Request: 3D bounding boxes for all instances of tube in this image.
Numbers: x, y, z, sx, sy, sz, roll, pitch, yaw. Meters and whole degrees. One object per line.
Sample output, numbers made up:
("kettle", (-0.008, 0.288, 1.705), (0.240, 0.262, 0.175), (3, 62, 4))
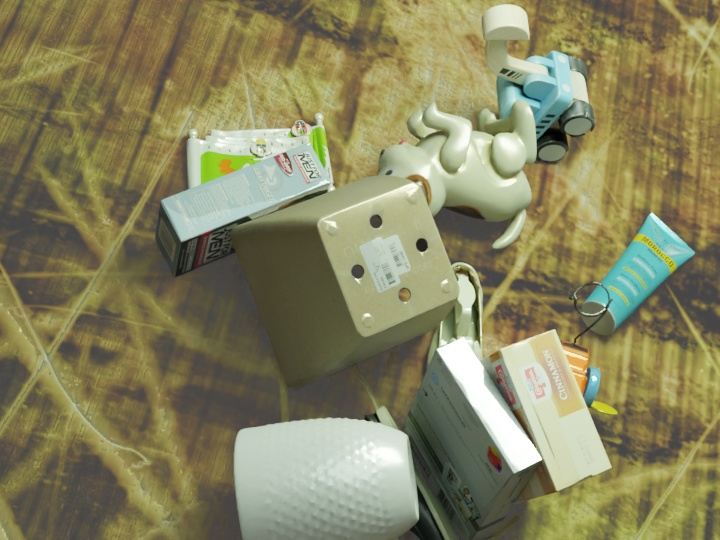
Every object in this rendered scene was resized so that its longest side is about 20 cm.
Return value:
("tube", (0.350, 0.006, 1.756), (0.077, 0.050, 0.200), (46, 54, 2))

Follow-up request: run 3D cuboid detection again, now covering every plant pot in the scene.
("plant pot", (0.000, 0.000, 1.552), (0.198, 0.177, 0.202), (-22, 90, -25))

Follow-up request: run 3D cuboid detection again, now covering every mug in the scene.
("mug", (-0.027, 0.251, 1.436), (0.173, 0.203, 0.148), (-9, 14, 5))

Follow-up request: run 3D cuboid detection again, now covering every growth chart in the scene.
("growth chart", (-0.127, -0.130, 1.746), (0.197, 0.018, 0.146), (-7, 60, -16))

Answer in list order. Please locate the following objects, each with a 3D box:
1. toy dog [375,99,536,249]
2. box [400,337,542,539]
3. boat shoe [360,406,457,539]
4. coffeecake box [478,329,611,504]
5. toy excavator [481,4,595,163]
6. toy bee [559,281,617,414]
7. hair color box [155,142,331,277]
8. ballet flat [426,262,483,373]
("toy dog", (0.106, -0.116, 1.736), (0.198, 0.139, 0.197), (-12, 102, -21))
("box", (0.112, 0.188, 1.483), (0.041, 0.201, 0.157), (-21, 63, -22))
("boat shoe", (0.050, 0.250, 1.515), (0.063, 0.074, 0.203), (-32, 74, 1))
("coffeecake box", (0.168, 0.167, 1.489), (0.072, 0.200, 0.155), (-18, 81, -22))
("toy excavator", (0.211, -0.243, 1.778), (0.198, 0.195, 0.101), (12, 55, -23))
("toy bee", (0.248, 0.129, 1.628), (0.130, 0.109, 0.201), (38, 82, 3))
("hair color box", (-0.140, -0.072, 1.644), (0.198, 0.099, 0.061), (-24, 73, -22))
("ballet flat", (0.117, 0.079, 1.638), (0.069, 0.070, 0.202), (9, 56, -7))
